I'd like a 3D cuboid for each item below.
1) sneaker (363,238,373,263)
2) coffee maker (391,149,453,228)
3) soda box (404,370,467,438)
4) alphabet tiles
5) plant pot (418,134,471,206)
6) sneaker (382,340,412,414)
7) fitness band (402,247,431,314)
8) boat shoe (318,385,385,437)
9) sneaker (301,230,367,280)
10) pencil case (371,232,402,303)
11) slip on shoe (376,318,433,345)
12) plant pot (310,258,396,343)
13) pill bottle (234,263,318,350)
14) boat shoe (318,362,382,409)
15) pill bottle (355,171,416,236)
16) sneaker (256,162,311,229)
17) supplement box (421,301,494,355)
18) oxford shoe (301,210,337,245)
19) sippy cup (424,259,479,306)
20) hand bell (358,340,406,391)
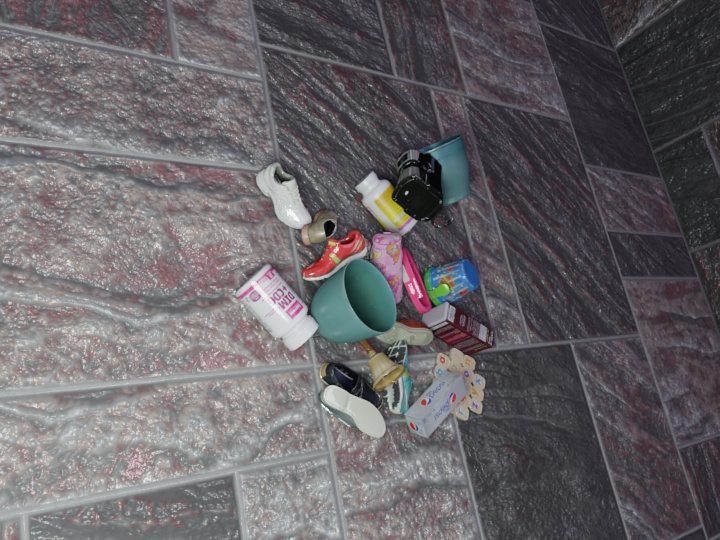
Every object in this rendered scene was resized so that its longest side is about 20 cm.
[{"bbox_3d":[0.001,-0.001,1.758,0.108,0.067,0.202,32,51,-18],"label":"sneaker"},{"bbox_3d":[0.182,-0.242,1.863,0.193,0.134,0.201,58,23,-28],"label":"coffee maker"},{"bbox_3d":[0.209,0.366,1.727,0.200,0.063,0.069,-39,120,-35],"label":"soda box"},{"bbox_3d":[0.291,0.336,1.859,0.195,0.015,0.201,30,55,-23],"label":"alphabet tiles"},{"bbox_3d":[0.266,-0.312,2.026,0.200,0.199,0.189,-35,107,-41],"label":"plant pot"},{"bbox_3d":[0.103,0.292,1.715,0.079,0.077,0.201,30,57,-46],"label":"sneaker"},{"bbox_3d":[0.157,0.030,1.834,0.201,0.037,0.144,68,14,5],"label":"fitness band"},{"bbox_3d":[-0.023,0.357,1.583,0.200,0.062,0.073,37,58,-16],"label":"boat shoe"},{"bbox_3d":[-0.078,-0.045,1.675,0.199,0.077,0.085,-32,122,-17],"label":"sneaker"},{"bbox_3d":[0.076,-0.005,1.740,0.087,0.087,0.201,-35,131,-41],"label":"pencil case"},{"bbox_3d":[0.113,0.168,1.776,0.199,0.074,0.061,10,30,-27],"label":"slip on shoe"},{"bbox_3d":[-0.031,0.094,1.605,0.200,0.160,0.202,32,44,-36],"label":"plant pot"},{"bbox_3d":[-0.202,0.092,1.534,0.200,0.113,0.113,49,50,-9],"label":"pill bottle"},{"bbox_3d":[-0.017,0.299,1.615,0.200,0.062,0.075,37,51,-20],"label":"boat shoe"},{"bbox_3d":[0.077,-0.200,1.880,0.200,0.104,0.104,47,50,-11],"label":"pill bottle"},{"bbox_3d":[-0.195,-0.201,1.680,0.200,0.099,0.078,51,50,-7],"label":"sneaker"},{"bbox_3d":[0.290,0.177,1.868,0.199,0.109,0.061,31,54,-23],"label":"supplement box"},{"bbox_3d":[-0.092,-0.118,1.706,0.200,0.073,0.071,-55,134,-60],"label":"oxford shoe"},{"bbox_3d":[0.283,0.032,1.894,0.140,0.130,0.179,41,40,-30],"label":"sippy cup"},{"bbox_3d":[0.022,0.210,1.663,0.104,0.104,0.200,-14,55,-40],"label":"hand bell"}]
